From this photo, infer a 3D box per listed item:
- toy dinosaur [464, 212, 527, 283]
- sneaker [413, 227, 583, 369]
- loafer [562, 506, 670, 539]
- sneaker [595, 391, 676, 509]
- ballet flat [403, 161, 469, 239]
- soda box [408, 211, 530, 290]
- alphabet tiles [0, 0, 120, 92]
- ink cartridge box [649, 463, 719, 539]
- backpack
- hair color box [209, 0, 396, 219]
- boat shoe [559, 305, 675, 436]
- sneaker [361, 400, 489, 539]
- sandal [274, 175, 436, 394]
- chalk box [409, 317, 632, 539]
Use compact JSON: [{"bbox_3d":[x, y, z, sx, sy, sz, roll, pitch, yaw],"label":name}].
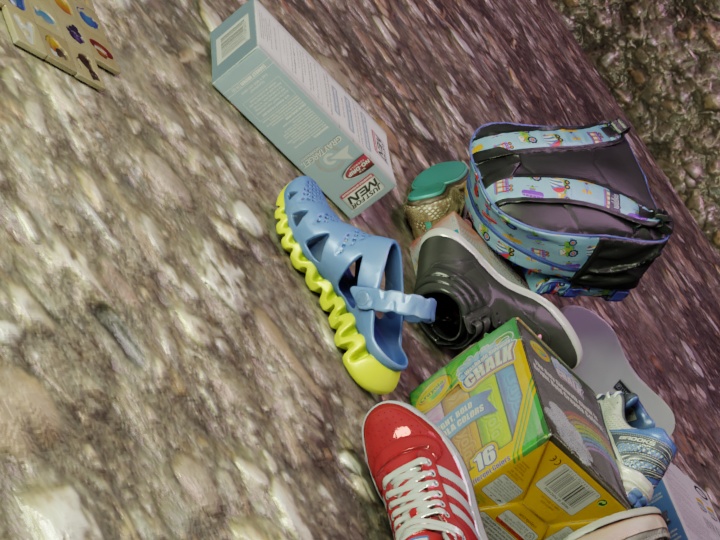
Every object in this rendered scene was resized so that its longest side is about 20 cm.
[{"bbox_3d":[0.153,-0.024,1.851,0.200,0.076,0.103,-103,-172,-72],"label":"toy dinosaur"},{"bbox_3d":[0.124,0.055,1.588,0.200,0.071,0.100,38,42,-12],"label":"sneaker"},{"bbox_3d":[0.166,0.241,1.288,0.199,0.072,0.063,-12,57,-31],"label":"loafer"},{"bbox_3d":[0.219,0.147,1.481,0.077,0.085,0.200,44,-3,-27],"label":"sneaker"},{"bbox_3d":[0.083,-0.067,1.775,0.200,0.070,0.066,-47,127,-69],"label":"ballet flat"},{"bbox_3d":[0.135,0.031,1.702,0.200,0.063,0.069,42,22,-33],"label":"soda box"},{"bbox_3d":[-0.257,-0.229,1.273,0.166,0.006,0.201,28,32,-55],"label":"alphabet tiles"},{"bbox_3d":[0.322,0.271,1.721,0.136,0.076,0.201,40,24,-39],"label":"ink cartridge box"},{"bbox_3d":[0.195,-0.065,1.711,0.198,0.135,0.184,3,47,-23],"label":"backpack"},{"bbox_3d":[-0.054,-0.150,1.557,0.200,0.060,0.099,43,22,-30],"label":"hair color box"},{"bbox_3d":[0.287,0.120,1.940,0.200,0.071,0.070,46,-8,-12],"label":"boat shoe"},{"bbox_3d":[0.040,0.178,1.189,0.112,0.071,0.201,24,37,-63],"label":"sneaker"},{"bbox_3d":[0.000,0.000,1.385,0.201,0.087,0.079,59,20,19],"label":"sandal"},{"bbox_3d":[0.127,0.137,1.402,0.124,0.124,0.201,42,21,-29],"label":"chalk box"}]
